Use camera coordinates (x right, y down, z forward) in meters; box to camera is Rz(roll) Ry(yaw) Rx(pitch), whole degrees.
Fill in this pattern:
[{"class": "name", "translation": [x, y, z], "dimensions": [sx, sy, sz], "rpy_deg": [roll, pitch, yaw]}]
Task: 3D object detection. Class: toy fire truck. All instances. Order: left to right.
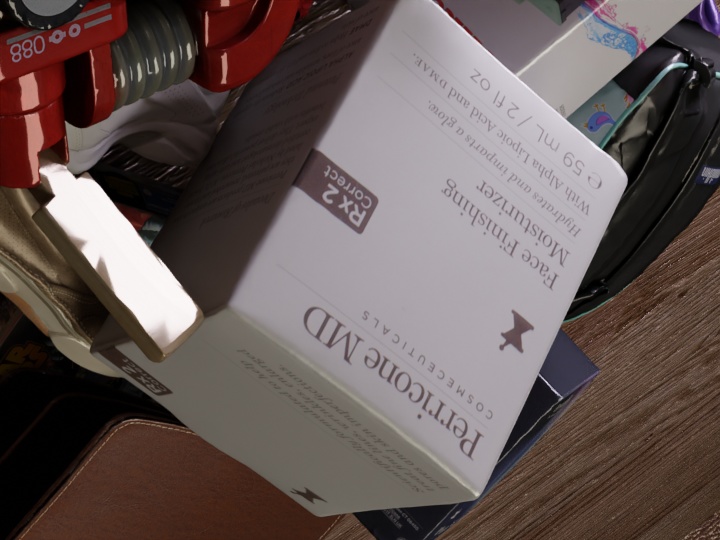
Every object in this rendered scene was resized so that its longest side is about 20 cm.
[{"class": "toy fire truck", "translation": [-0.097, -0.084, 0.814], "dimensions": [0.175, 0.128, 0.202], "rpy_deg": [-27, 132, -35]}]

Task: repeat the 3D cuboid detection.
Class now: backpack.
[{"class": "backpack", "translation": [0.136, -0.071, 1.153], "dimensions": [0.175, 0.153, 0.201], "rpy_deg": [-1, 124, -54]}]

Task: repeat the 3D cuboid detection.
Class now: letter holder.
[{"class": "letter holder", "translation": [-0.122, 0.121, 1.096], "dimensions": [0.142, 0.101, 0.199], "rpy_deg": [-46, 137, 17]}]

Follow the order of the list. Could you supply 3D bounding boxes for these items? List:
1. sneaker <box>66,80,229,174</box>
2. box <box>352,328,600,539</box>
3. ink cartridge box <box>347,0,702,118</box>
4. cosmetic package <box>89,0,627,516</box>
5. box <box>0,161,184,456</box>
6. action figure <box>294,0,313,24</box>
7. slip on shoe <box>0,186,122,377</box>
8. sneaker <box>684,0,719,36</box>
[{"class": "sneaker", "translation": [-0.123, -0.108, 0.911], "dimensions": [0.100, 0.078, 0.200], "rpy_deg": [-58, 163, 19]}, {"class": "box", "translation": [0.085, 0.123, 1.571], "dimensions": [0.199, 0.123, 0.200], "rpy_deg": [-48, 170, 14]}, {"class": "ink cartridge box", "translation": [0.103, -0.180, 1.037], "dimensions": [0.200, 0.145, 0.084], "rpy_deg": [-40, 155, -3]}, {"class": "cosmetic package", "translation": [-0.001, -0.003, 0.951], "dimensions": [0.165, 0.164, 0.201], "rpy_deg": [-19, -141, 57]}, {"class": "box", "translation": [-0.153, 0.036, 1.098], "dimensions": [0.136, 0.040, 0.200], "rpy_deg": [17, 121, -40]}, {"class": "action figure", "translation": [-0.013, -0.182, 0.978], "dimensions": [0.200, 0.052, 0.065], "rpy_deg": [-49, 161, 24]}, {"class": "slip on shoe", "translation": [-0.148, -0.009, 0.967], "dimensions": [0.060, 0.077, 0.200], "rpy_deg": [-27, 136, 19]}, {"class": "sneaker", "translation": [0.239, -0.243, 1.200], "dimensions": [0.081, 0.083, 0.202], "rpy_deg": [-33, 144, -59]}]
